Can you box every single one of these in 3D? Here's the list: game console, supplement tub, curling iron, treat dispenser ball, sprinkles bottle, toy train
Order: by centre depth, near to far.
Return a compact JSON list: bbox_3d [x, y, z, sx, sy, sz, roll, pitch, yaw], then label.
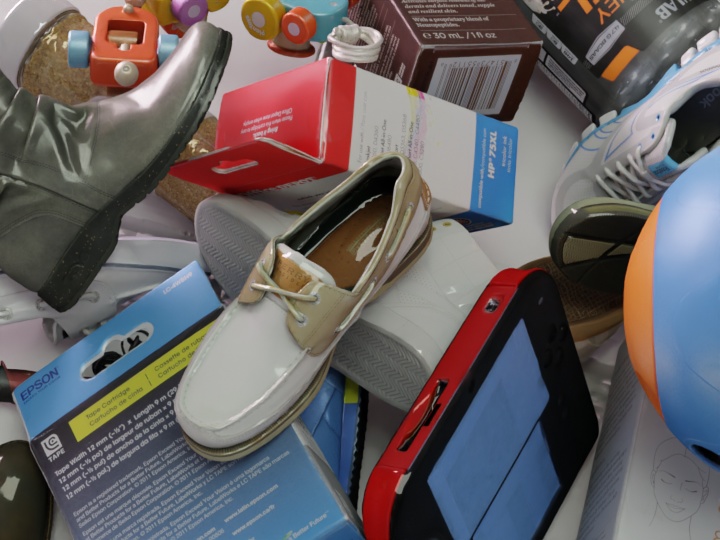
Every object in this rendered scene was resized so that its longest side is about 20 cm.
[{"bbox_3d":[0.244,0.021,0.883,0.198,0.201,0.203,5,61,-8],"label":"treat dispenser ball"},{"bbox_3d":[0.079,0.117,0.949,0.031,0.178,0.201,10,52,37],"label":"game console"},{"bbox_3d":[-0.213,0.061,0.990,0.197,0.050,0.026,0,29,-7],"label":"curling iron"},{"bbox_3d":[-0.090,-0.148,1.048,0.197,0.056,0.151,-1,40,-10],"label":"toy train"},{"bbox_3d":[-0.153,-0.105,1.074,0.199,0.068,0.068,37,61,9],"label":"sprinkles bottle"},{"bbox_3d":[0.177,-0.181,1.150,0.122,0.123,0.200,-35,73,-26],"label":"supplement tub"}]

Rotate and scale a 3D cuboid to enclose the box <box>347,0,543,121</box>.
[{"bbox_3d":[0.035,-0.191,1.122,0.099,0.075,0.201,-6,46,-27],"label":"box"}]

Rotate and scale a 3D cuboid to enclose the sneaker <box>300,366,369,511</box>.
[{"bbox_3d":[-0.039,0.130,0.977,0.077,0.066,0.202,3,60,4],"label":"sneaker"}]

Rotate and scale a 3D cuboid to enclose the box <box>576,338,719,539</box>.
[{"bbox_3d":[0.226,0.131,0.998,0.150,0.107,0.202,19,60,0],"label":"box"}]

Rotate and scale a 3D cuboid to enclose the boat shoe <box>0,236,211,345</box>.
[{"bbox_3d":[-0.187,0.013,1.012,0.197,0.073,0.066,-3,92,-18],"label":"boat shoe"}]

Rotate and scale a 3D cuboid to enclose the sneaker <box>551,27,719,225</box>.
[{"bbox_3d":[0.191,-0.077,1.055,0.075,0.200,0.087,40,32,-4],"label":"sneaker"}]

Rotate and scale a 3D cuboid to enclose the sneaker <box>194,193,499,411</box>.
[{"bbox_3d":[0.000,0.000,0.998,0.199,0.074,0.115,35,46,23],"label":"sneaker"}]

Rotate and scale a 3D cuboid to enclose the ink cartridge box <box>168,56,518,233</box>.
[{"bbox_3d":[-0.011,-0.074,1.007,0.198,0.116,0.068,16,73,-38],"label":"ink cartridge box"}]

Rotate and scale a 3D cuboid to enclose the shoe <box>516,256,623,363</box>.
[{"bbox_3d":[0.104,0.043,1.056,0.199,0.054,0.070,-22,53,-34],"label":"shoe"}]

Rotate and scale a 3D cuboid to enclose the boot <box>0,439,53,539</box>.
[{"bbox_3d":[-0.220,0.171,0.894,0.074,0.097,0.202,20,60,0],"label":"boot"}]

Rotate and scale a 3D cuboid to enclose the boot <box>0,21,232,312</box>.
[{"bbox_3d":[-0.172,-0.086,0.934,0.130,0.068,0.201,35,91,-14],"label":"boot"}]

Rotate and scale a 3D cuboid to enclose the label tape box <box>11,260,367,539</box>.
[{"bbox_3d":[-0.100,0.115,0.933,0.143,0.066,0.201,-34,56,1],"label":"label tape box"}]

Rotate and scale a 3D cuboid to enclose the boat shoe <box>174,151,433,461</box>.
[{"bbox_3d":[-0.035,0.013,0.895,0.074,0.069,0.201,30,68,21],"label":"boat shoe"}]

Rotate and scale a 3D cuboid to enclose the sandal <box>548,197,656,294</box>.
[{"bbox_3d":[0.206,-0.014,1.064,0.199,0.080,0.058,20,26,-29],"label":"sandal"}]
